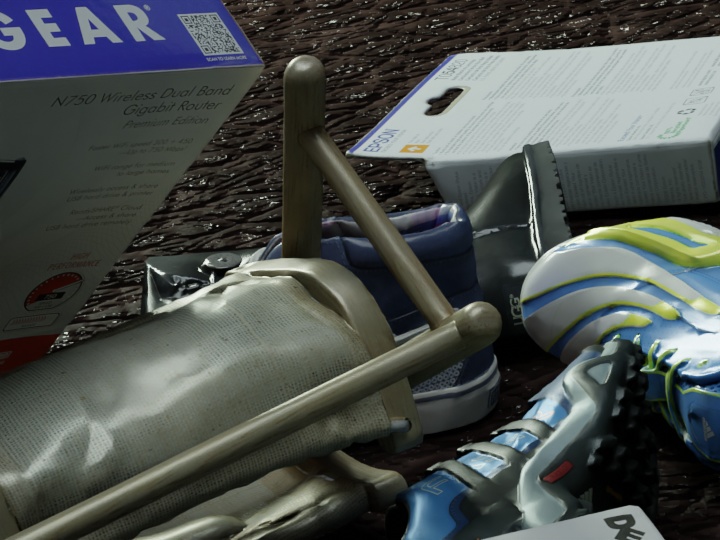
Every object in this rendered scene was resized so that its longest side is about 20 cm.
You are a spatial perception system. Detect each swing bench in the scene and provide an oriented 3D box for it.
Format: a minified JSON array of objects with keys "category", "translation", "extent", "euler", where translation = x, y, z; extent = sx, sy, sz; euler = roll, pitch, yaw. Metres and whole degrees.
[{"category":"swing bench","translation":[-0.084,0.056,0.839],"extent":[0.199,0.200,0.130],"euler":[-24,68,-25]}]

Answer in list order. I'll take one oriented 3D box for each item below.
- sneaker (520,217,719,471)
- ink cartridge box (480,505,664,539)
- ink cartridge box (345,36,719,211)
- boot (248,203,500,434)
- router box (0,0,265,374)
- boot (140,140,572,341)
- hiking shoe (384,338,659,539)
[{"category":"sneaker","translation":[0.133,0.030,0.939],"extent":[0.200,0.076,0.105],"euler":[6,19,34]},{"category":"ink cartridge box","translation":[0.103,0.126,0.688],"extent":[0.200,0.076,0.148],"euler":[-13,20,-7]},{"category":"ink cartridge box","translation":[0.117,-0.080,1.317],"extent":[0.200,0.041,0.200],"euler":[-1,21,22]},{"category":"boot","translation":[-0.045,0.028,1.009],"extent":[0.200,0.091,0.073],"euler":[-11,19,-5]},{"category":"router box","translation":[-0.157,-0.023,0.810],"extent":[0.200,0.180,0.049],"euler":[-10,59,-47]},{"category":"boot","translation":[0.000,0.000,1.124],"extent":[0.200,0.066,0.165],"euler":[-12,17,5]},{"category":"hiking shoe","translation":[0.053,0.078,0.850],"extent":[0.087,0.075,0.200],"euler":[-1,21,20]}]
